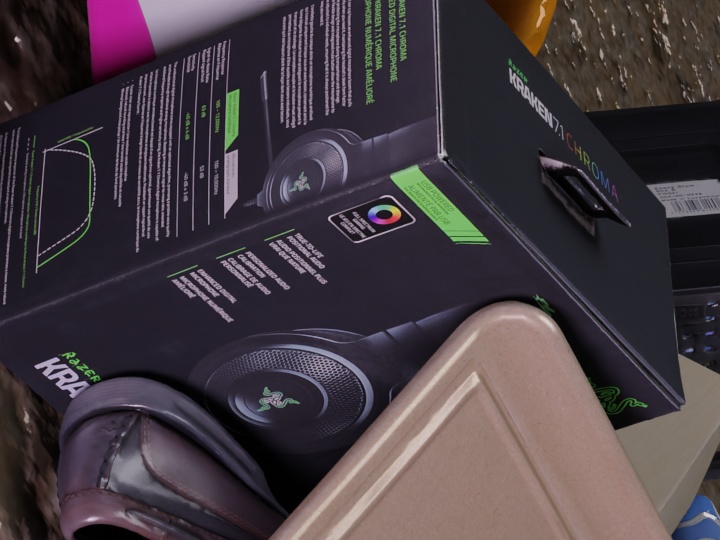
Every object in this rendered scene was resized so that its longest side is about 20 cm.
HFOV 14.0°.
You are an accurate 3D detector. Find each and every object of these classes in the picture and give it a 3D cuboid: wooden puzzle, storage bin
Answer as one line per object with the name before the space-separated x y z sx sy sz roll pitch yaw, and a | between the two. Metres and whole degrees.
wooden puzzle | 0.021 0.136 0.972 0.200 0.037 0.185 -44 125 -21
storage bin | 0.147 0.005 1.318 0.200 0.134 0.094 -107 -166 -64

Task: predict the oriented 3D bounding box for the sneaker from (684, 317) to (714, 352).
sneaker | 0.178 0.018 1.542 0.079 0.075 0.200 66 26 -16

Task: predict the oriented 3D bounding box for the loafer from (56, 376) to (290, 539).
loafer | -0.032 0.120 1.011 0.200 0.072 0.063 43 35 -24

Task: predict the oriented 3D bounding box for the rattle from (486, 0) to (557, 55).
rattle | 0.068 -0.026 1.270 0.200 0.143 0.130 54 9 -18

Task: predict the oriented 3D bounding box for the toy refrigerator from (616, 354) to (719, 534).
toy refrigerator | 0.075 0.099 1.142 0.076 0.070 0.200 27 33 12

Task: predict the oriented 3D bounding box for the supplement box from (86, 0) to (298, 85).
supplement box | -0.035 -0.135 1.040 0.201 0.101 0.104 91 22 -48

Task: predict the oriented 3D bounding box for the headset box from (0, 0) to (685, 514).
headset box | -0.003 -0.002 1.017 0.174 0.199 0.093 45 35 -45

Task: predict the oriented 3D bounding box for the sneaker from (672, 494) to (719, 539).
sneaker | 0.205 0.174 1.469 0.200 0.075 0.077 39 42 -51
